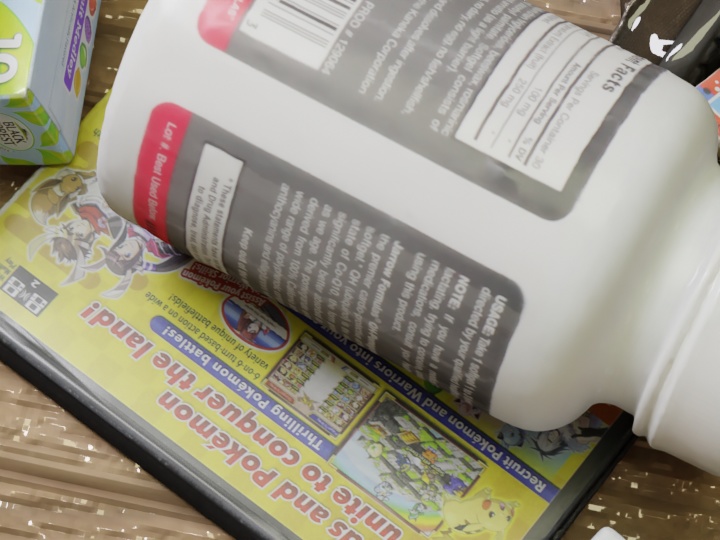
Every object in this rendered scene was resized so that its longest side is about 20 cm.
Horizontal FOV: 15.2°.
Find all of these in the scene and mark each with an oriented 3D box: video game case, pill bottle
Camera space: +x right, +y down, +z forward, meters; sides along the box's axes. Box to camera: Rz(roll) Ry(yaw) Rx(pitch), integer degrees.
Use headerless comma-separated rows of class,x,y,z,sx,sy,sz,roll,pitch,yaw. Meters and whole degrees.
video game case,0.000,0.000,0.838,0.200,0.026,0.181,36,70,14
pill bottle,0.034,-0.023,0.774,0.199,0.111,0.111,28,68,11

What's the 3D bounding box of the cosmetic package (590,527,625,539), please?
cosmetic package,0.102,0.179,0.731,0.200,0.071,0.101,42,71,16

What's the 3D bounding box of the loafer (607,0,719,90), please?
loafer,0.107,-0.121,0.872,0.071,0.073,0.200,16,55,11

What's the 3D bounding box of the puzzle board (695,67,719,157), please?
puzzle board,0.212,-0.020,0.817,0.200,0.017,0.151,42,50,13

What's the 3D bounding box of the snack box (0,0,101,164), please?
snack box,-0.149,-0.132,0.870,0.141,0.053,0.201,1,65,12
